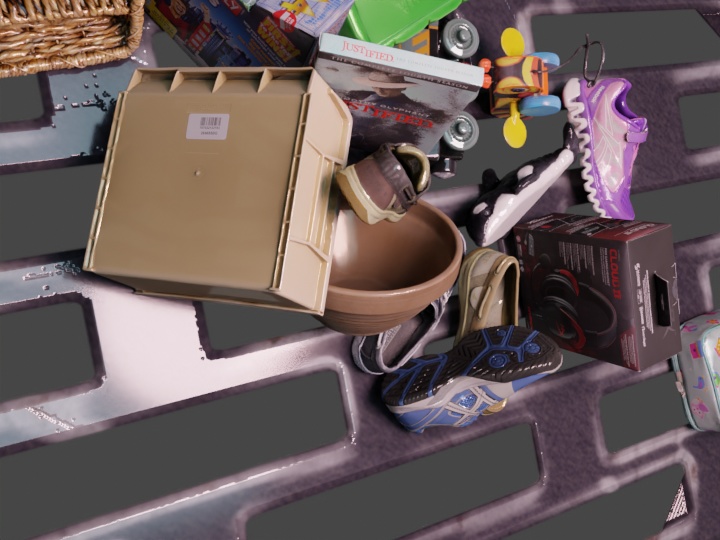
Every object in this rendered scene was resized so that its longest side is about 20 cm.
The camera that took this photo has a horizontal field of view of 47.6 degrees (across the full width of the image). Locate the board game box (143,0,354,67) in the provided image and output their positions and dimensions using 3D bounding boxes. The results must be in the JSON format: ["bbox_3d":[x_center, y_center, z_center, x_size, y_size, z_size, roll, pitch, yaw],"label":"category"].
[{"bbox_3d":[-0.101,-0.238,0.763,0.200,0.199,0.062,46,64,-16],"label":"board game box"}]

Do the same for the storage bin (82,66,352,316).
[{"bbox_3d":[-0.126,-0.074,0.736,0.094,0.199,0.200,31,66,-67],"label":"storage bin"}]

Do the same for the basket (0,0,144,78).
[{"bbox_3d":[-0.289,-0.259,0.700,0.199,0.142,0.150,-15,93,-27],"label":"basket"}]

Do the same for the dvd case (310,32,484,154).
[{"bbox_3d":[0.017,-0.157,0.772,0.145,0.200,0.022,10,76,-10],"label":"dvd case"}]

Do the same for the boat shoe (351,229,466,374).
[{"bbox_3d":[0.067,0.030,0.908,0.072,0.068,0.200,46,68,-17],"label":"boat shoe"}]

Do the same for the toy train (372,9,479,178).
[{"bbox_3d":[0.071,-0.205,0.924,0.113,0.085,0.202,2,85,-18],"label":"toy train"}]

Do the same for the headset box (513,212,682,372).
[{"bbox_3d":[0.275,0.019,0.931,0.075,0.200,0.150,-18,107,-27],"label":"headset box"}]

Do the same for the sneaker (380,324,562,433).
[{"bbox_3d":[0.124,0.121,0.897,0.199,0.076,0.077,-17,128,9],"label":"sneaker"}]

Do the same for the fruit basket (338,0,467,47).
[{"bbox_3d":[0.000,-0.307,0.843,0.215,0.215,0.156,-41,121,-24],"label":"fruit basket"}]

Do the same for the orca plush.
[{"bbox_3d":[0.182,-0.112,0.978,0.071,0.105,0.200,40,78,17],"label":"orca plush"}]

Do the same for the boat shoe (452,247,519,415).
[{"bbox_3d":[0.153,0.077,0.935,0.073,0.063,0.202,-7,105,-29],"label":"boat shoe"}]

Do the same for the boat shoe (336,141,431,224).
[{"bbox_3d":[0.036,-0.088,0.775,0.066,0.201,0.072,-27,92,18],"label":"boat shoe"}]

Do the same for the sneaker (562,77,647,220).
[{"bbox_3d":[0.324,-0.155,1.035,0.080,0.088,0.202,-24,100,-59],"label":"sneaker"}]

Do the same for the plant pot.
[{"bbox_3d":[0.000,0.000,0.837,0.200,0.201,0.093,-17,132,-27],"label":"plant pot"}]

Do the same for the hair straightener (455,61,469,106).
[{"bbox_3d":[0.017,-0.186,0.863,0.198,0.041,0.078,6,82,7],"label":"hair straightener"}]

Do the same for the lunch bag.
[{"bbox_3d":[0.522,0.136,1.136,0.199,0.077,0.162,-16,95,-28],"label":"lunch bag"}]

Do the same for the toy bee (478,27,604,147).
[{"bbox_3d":[0.178,-0.222,0.926,0.108,0.200,0.132,1,65,-10],"label":"toy bee"}]
